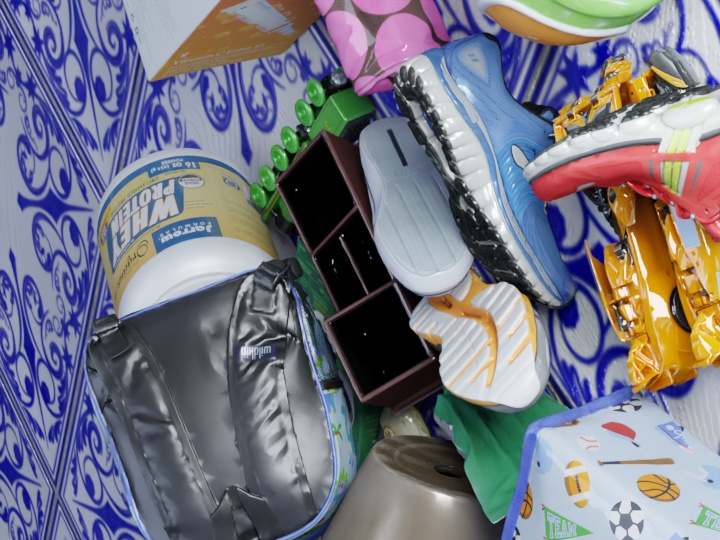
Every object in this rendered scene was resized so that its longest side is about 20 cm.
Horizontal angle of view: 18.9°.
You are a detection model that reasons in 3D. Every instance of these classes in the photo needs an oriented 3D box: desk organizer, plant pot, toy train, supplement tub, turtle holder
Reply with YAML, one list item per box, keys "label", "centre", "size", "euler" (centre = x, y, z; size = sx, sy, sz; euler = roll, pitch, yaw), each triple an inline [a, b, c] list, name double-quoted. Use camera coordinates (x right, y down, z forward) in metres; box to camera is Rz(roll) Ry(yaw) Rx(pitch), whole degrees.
- label: "desk organizer"
  centre: [0.000, 0.000, 1.601]
  size: [0.201, 0.072, 0.077]
  euler: [64, -164, 17]
- label: "plant pot"
  centre: [0.046, 0.222, 1.565]
  size: [0.200, 0.199, 0.174]
  euler: [35, 116, 53]
- label: "toy train"
  centre: [-0.039, -0.091, 1.721]
  size: [0.057, 0.042, 0.200]
  euler: [56, 149, 15]
- label: "supplement tub"
  centre: [-0.137, 0.006, 1.795]
  size: [0.200, 0.144, 0.145]
  euler: [-113, 24, -51]
- label: "turtle holder"
  centre: [0.112, -0.217, 1.247]
  size: [0.132, 0.140, 0.186]
  euler: [-41, 67, 62]

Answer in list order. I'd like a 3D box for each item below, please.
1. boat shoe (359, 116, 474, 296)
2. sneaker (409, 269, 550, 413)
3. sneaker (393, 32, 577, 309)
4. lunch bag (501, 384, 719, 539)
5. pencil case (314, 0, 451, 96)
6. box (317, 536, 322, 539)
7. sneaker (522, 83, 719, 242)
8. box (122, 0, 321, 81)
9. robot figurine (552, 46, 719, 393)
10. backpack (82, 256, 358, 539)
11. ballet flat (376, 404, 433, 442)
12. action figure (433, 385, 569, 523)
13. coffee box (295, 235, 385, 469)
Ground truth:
- label: "boat shoe"
  centre: [0.045, -0.034, 1.535]
  size: [0.200, 0.073, 0.067]
  euler: [-100, -2, -54]
- label: "sneaker"
  centre: [0.095, 0.054, 1.450]
  size: [0.077, 0.078, 0.200]
  euler: [42, -174, -18]
- label: "sneaker"
  centre: [0.102, -0.065, 1.413]
  size: [0.201, 0.089, 0.079]
  euler: [64, 165, -22]
- label: "lunch bag"
  centre: [0.175, 0.202, 1.337]
  size: [0.170, 0.123, 0.201]
  euler: [39, 130, 39]
- label: "pencil case"
  centre: [0.004, -0.219, 1.524]
  size: [0.090, 0.094, 0.201]
  euler: [-24, 77, 18]
- label: "box"
  centre: [-0.091, 0.177, 1.913]
  size: [0.200, 0.075, 0.101]
  euler: [50, 143, 45]
- label: "sneaker"
  centre: [0.180, -0.055, 1.208]
  size: [0.199, 0.077, 0.085]
  euler: [-11, 101, 37]
- label: "box"
  centre: [-0.093, -0.233, 1.660]
  size: [0.200, 0.124, 0.098]
  euler: [-35, 72, 63]
- label: "robot figurine"
  centre: [0.176, -0.034, 1.301]
  size: [0.145, 0.058, 0.201]
  euler: [-32, 74, 60]
- label: "backpack"
  centre: [-0.094, 0.118, 1.626]
  size: [0.147, 0.182, 0.201]
  euler: [41, -149, -77]
- label: "ballet flat"
  centre: [0.029, 0.191, 1.700]
  size: [0.066, 0.057, 0.201]
  euler: [39, 135, 49]
- label: "action figure"
  centre: [0.104, 0.113, 1.490]
  size: [0.200, 0.118, 0.055]
  euler: [-137, 28, -60]
- label: "coffee box"
  centre: [-0.010, 0.080, 1.738]
  size: [0.123, 0.044, 0.201]
  euler: [42, 138, 48]
